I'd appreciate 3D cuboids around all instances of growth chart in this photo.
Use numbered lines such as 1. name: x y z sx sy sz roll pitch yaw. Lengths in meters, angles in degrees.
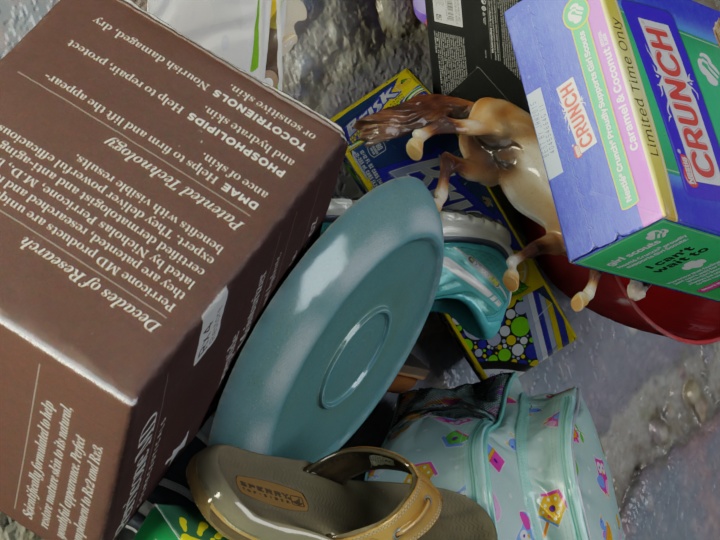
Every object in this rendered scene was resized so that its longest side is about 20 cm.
1. growth chart: -0.084 -0.123 1.299 0.144 0.018 0.201 -12 118 -50

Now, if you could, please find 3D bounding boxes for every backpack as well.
1. backpack: 0.078 0.163 1.359 0.200 0.153 0.177 -38 116 -66

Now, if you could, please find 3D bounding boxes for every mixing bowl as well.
1. mixing bowl: 0.177 -0.047 1.502 0.199 0.108 0.201 8 79 -43

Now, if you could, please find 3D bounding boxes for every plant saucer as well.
1. plant saucer: -0.011 0.042 1.234 0.200 0.027 0.200 -48 160 -24

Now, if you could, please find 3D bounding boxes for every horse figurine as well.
1. horse figurine: 0.094 -0.047 1.344 0.200 0.050 0.132 41 37 6

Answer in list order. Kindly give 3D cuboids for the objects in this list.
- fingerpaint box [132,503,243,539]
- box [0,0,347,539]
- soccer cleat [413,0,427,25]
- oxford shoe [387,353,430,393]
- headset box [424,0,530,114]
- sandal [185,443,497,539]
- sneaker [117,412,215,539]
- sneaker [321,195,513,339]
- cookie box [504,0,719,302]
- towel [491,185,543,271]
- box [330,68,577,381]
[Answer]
1. fingerpaint box: -0.079 0.222 1.204 0.166 0.073 0.200 9 121 -45
2. box: -0.135 0.000 1.132 0.164 0.166 0.200 31 54 8
3. soccer cleat: 0.075 -0.247 1.512 0.076 0.067 0.200 31 67 2
4. oxford shoe: -0.036 0.061 1.365 0.199 0.071 0.072 8 110 -49
5. headset box: 0.121 -0.208 1.439 0.200 0.075 0.149 -44 139 -42
6. sandal: 0.001 0.120 1.185 0.199 0.054 0.080 18 28 -36
7. sneaker: -0.076 0.184 1.289 0.200 0.070 0.109 56 45 -18
8. sneaker: 0.000 0.000 1.342 0.199 0.077 0.080 5 80 -18
9. cookie box: 0.191 -0.075 1.356 0.199 0.075 0.172 12 57 -45
10. towel: 0.124 -0.074 1.555 0.200 0.036 0.149 27 67 -40
11. box: 0.057 -0.024 1.441 0.070 0.064 0.200 -33 117 -2
